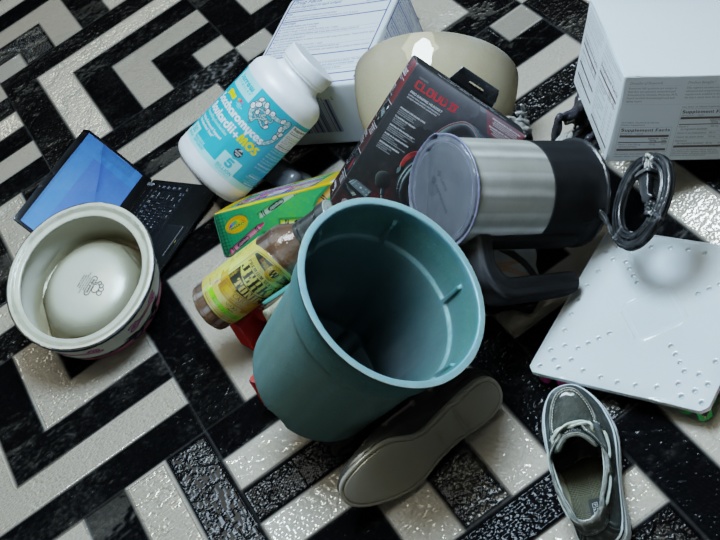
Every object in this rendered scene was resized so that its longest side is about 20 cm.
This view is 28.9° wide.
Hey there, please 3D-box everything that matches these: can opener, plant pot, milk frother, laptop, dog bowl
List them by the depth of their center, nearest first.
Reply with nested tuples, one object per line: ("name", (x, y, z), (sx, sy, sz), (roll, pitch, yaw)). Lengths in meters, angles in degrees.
("plant pot", (-0.007, 0.066, 1.393), (0.196, 0.198, 0.202), (-50, 15, 51))
("milk frother", (0.186, -0.077, 1.412), (0.200, 0.186, 0.182), (-48, 54, 45))
("plant pot", (0.087, -0.171, 1.656), (0.198, 0.200, 0.136), (-7, 64, 24))
("dog bowl", (-0.336, 0.020, 1.743), (0.197, 0.074, 0.203), (-7, 63, 13))
("can opener", (-0.136, -0.127, 1.846), (0.199, 0.053, 0.068), (34, 102, 46))
("laptop", (-0.323, -0.088, 1.861), (0.198, 0.104, 0.178), (8, 53, 36))

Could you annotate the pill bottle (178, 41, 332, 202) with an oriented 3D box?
("pill bottle", (-0.127, -0.190, 1.752), (0.200, 0.110, 0.111), (-45, 39, 11))

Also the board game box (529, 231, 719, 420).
("board game box", (0.299, 0.051, 1.412), (0.198, 0.026, 0.201), (11, 55, 37))

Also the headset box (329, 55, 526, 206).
("headset box", (0.078, -0.129, 1.547), (0.201, 0.148, 0.075), (-56, 10, 12))

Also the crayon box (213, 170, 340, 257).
("crayon box", (-0.064, -0.076, 1.690), (0.197, 0.059, 0.119), (-14, 9, 19))

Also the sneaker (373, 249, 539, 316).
("sneaker", (0.107, 0.007, 1.484), (0.197, 0.074, 0.081), (-1, 47, -18))

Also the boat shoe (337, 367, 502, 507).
("boat shoe", (0.055, 0.167, 1.414), (0.199, 0.067, 0.057), (-34, 24, -13))

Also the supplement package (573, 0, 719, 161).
("supplement package", (0.352, -0.211, 1.527), (0.197, 0.112, 0.157), (-1, 42, -8))

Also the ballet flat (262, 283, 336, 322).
("ballet flat", (-0.023, 0.007, 1.510), (0.199, 0.063, 0.067), (-39, -2, 27))

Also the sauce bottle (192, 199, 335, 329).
("sauce bottle", (-0.102, -0.009, 1.561), (0.199, 0.064, 0.065), (-37, 35, 25))

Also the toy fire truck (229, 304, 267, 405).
("toy fire truck", (-0.078, 0.057, 1.610), (0.140, 0.049, 0.200), (22, 61, 42))

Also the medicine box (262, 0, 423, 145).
("medicine box", (-0.030, -0.275, 1.880), (0.180, 0.104, 0.202), (-1, 47, 29))

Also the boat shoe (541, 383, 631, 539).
("boat shoe", (0.209, 0.172, 1.305), (0.071, 0.071, 0.201), (-22, 40, 9))

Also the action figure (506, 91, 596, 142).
("action figure", (0.213, -0.137, 1.599), (0.200, 0.103, 0.118), (-43, 54, -18))
